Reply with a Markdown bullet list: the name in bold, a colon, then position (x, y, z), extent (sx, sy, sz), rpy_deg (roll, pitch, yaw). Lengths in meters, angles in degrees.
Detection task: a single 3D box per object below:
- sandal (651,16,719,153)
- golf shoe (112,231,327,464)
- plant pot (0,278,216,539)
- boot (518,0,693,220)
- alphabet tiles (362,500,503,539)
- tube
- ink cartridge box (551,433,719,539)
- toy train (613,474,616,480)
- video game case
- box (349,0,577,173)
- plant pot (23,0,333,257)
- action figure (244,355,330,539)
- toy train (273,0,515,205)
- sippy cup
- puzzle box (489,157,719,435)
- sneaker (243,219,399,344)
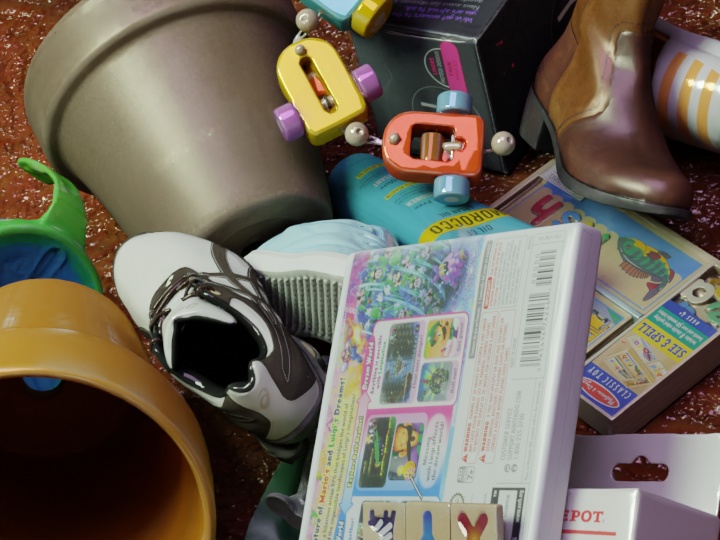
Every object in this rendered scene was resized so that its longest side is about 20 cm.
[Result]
- **sandal**: position (0.206, -0.118, 1.351), extent (0.059, 0.079, 0.206), rpy_deg (-43, 47, -12)
- **golf shoe**: position (-0.091, 0.026, 1.196), extent (0.200, 0.094, 0.078), rpy_deg (38, 90, 37)
- **plant pot**: position (-0.186, 0.101, 1.196), extent (0.199, 0.201, 0.183), rpy_deg (-17, 26, 2)
- **boot**: position (0.181, -0.146, 1.285), extent (0.068, 0.201, 0.188), rpy_deg (12, 20, -20)
- **alphabet tiles**: position (0.035, 0.214, 0.999), extent (0.166, 0.006, 0.201), rpy_deg (-6, 83, 50)
- **tube**: position (0.046, -0.029, 1.294), extent (0.077, 0.051, 0.200), rpy_deg (-22, 24, -24)
- **ink cartridge box**: position (0.106, 0.170, 1.008), extent (0.117, 0.067, 0.201), rpy_deg (-7, 68, 49)
- **toy train**: position (0.050, 0.153, 1.155), extent (0.199, 0.042, 0.056), rpy_deg (-26, 32, -7)
- **video game case**: position (0.041, 0.081, 1.057), extent (0.182, 0.024, 0.201), rpy_deg (-7, 69, 50)
- **box**: position (0.092, -0.183, 1.420), extent (0.106, 0.123, 0.200), rpy_deg (14, 52, 30)
- **plant pot**: position (-0.101, -0.079, 1.353), extent (0.199, 0.201, 0.175), rpy_deg (-25, 60, -7)
- **action figure**: position (0.001, 0.073, 1.241), extent (0.118, 0.055, 0.200), rpy_deg (-11, 36, 28)
- **toy train**: position (0.020, -0.132, 1.304), extent (0.149, 0.056, 0.201), rpy_deg (-1, 71, 1)
- **sippy cup**: position (-0.255, 0.019, 1.341), extent (0.177, 0.140, 0.130), rpy_deg (-29, 32, -26)
- **puzzle box**: position (0.139, 0.014, 1.274), extent (0.133, 0.025, 0.200), rpy_deg (-37, 46, -17)
- **sneaker**: position (0.000, 0.000, 1.233), extent (0.082, 0.074, 0.200), rpy_deg (-42, 31, -22)
